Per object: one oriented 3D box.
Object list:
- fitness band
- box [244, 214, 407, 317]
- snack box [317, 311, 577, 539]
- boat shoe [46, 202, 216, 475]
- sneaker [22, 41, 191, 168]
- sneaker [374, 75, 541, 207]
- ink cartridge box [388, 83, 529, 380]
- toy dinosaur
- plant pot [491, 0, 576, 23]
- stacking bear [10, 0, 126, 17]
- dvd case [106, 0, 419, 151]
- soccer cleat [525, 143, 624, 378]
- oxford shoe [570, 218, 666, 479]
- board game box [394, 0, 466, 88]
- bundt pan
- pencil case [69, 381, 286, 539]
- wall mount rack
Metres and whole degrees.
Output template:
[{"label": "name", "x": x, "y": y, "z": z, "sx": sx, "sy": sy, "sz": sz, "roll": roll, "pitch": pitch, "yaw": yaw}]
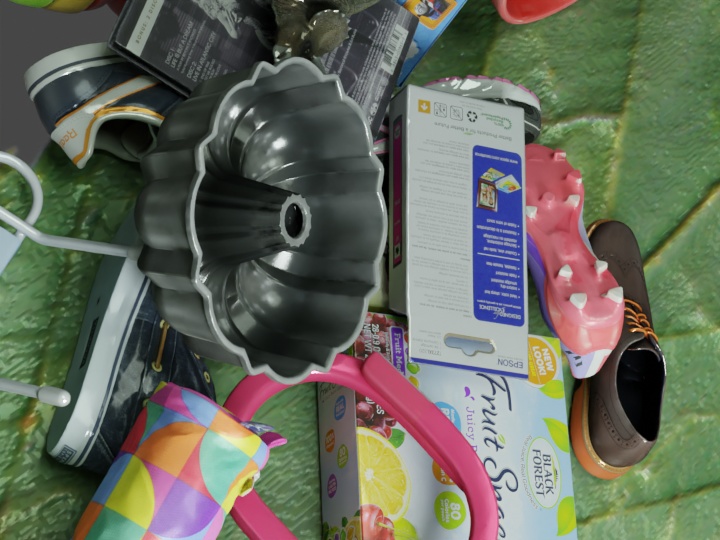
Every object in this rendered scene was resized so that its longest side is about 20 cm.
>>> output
[{"label": "fitness band", "x": -0.004, "y": 0.137, "z": 1.260, "sx": 0.143, "sy": 0.037, "sz": 0.200, "roll": -41, "pitch": 76, "yaw": -16}, {"label": "box", "x": 0.000, "y": 0.000, "z": 1.383, "sx": 0.198, "sy": 0.050, "sz": 0.076, "roll": 8, "pitch": 66, "yaw": -26}, {"label": "snack box", "x": 0.059, "y": 0.139, "z": 1.345, "sx": 0.167, "sy": 0.068, "sz": 0.202, "roll": 9, "pitch": 66, "yaw": -25}, {"label": "boat shoe", "x": -0.131, "y": 0.044, "z": 1.283, "sx": 0.090, "sy": 0.071, "sz": 0.202, "roll": 25, "pitch": 66, "yaw": -19}, {"label": "sneaker", "x": -0.126, "y": -0.121, "z": 1.348, "sx": 0.199, "sy": 0.078, "sz": 0.080, "roll": -19, "pitch": 79, "yaw": -29}, {"label": "sneaker", "x": 0.038, "y": -0.085, "z": 1.434, "sx": 0.198, "sy": 0.080, "sz": 0.087, "roll": -6, "pitch": 78, "yaw": -19}, {"label": "ink cartridge box", "x": 0.067, "y": -0.024, "z": 1.362, "sx": 0.094, "sy": 0.037, "sz": 0.202, "roll": 9, "pitch": 67, "yaw": -24}, {"label": "toy dinosaur", "x": -0.012, "y": -0.210, "z": 1.326, "sx": 0.200, "sy": 0.077, "sz": 0.103, "roll": -46, "pitch": 115, "yaw": -19}, {"label": "plant pot", "x": 0.135, "y": -0.320, "z": 1.522, "sx": 0.199, "sy": 0.201, "sz": 0.178, "roll": -27, "pitch": 74, "yaw": -35}, {"label": "stacking bear", "x": -0.194, "y": -0.226, "z": 1.341, "sx": 0.199, "sy": 0.121, "sz": 0.115, "roll": 21, "pitch": 63, "yaw": -29}, {"label": "dvd case", "x": -0.061, "y": -0.161, "z": 1.345, "sx": 0.199, "sy": 0.016, "sz": 0.150, "roll": 32, "pitch": 64, "yaw": -24}, {"label": "soccer cleat", "x": 0.142, "y": -0.012, "z": 1.453, "sx": 0.066, "sy": 0.077, "sz": 0.201, "roll": -5, "pitch": 44, "yaw": -15}, {"label": "oxford shoe", "x": 0.197, "y": 0.049, "z": 1.457, "sx": 0.071, "sy": 0.072, "sz": 0.202, "roll": 11, "pitch": 64, "yaw": -24}, {"label": "board game box", "x": 0.017, "y": -0.237, "z": 1.403, "sx": 0.150, "sy": 0.200, "sz": 0.037, "roll": 26, "pitch": 40, "yaw": -17}, {"label": "bundt pan", "x": -0.069, "y": -0.031, "z": 1.245, "sx": 0.201, "sy": 0.075, "sz": 0.204, "roll": -3, "pitch": 93, "yaw": -55}, {"label": "pencil case", "x": -0.127, "y": 0.164, "z": 1.187, "sx": 0.088, "sy": 0.088, "sz": 0.201, "roll": 34, "pitch": 78, "yaw": -12}, {"label": "wall mount rack", "x": -0.232, "y": 0.004, "z": 1.227, "sx": 0.173, "sy": 0.075, "sz": 0.201, "roll": 31, "pitch": 58, "yaw": -4}]
